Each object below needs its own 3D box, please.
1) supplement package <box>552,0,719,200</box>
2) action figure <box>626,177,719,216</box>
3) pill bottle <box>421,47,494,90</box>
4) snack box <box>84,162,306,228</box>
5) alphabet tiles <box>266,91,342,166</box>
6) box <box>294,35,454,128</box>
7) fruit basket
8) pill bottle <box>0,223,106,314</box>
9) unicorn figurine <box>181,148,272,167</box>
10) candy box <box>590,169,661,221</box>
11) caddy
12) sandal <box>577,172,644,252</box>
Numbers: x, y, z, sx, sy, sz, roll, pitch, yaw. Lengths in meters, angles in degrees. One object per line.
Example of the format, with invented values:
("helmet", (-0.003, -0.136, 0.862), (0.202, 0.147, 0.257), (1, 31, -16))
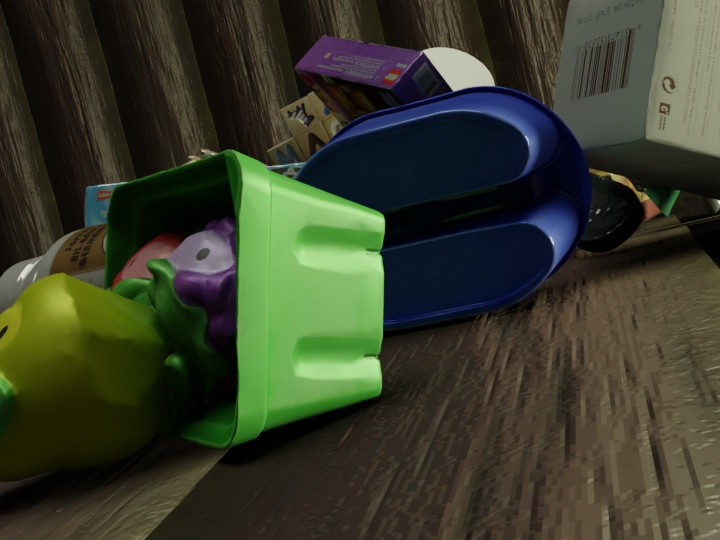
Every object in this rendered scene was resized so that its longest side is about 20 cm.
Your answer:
("supplement package", (0.246, -0.116, 0.780), (0.199, 0.118, 0.117), (11, -5, -23))
("action figure", (0.220, -0.103, 0.873), (0.199, 0.055, 0.118), (20, -58, -35))
("pill bottle", (0.065, -0.115, 1.135), (0.113, 0.113, 0.200), (-17, -31, -25))
("snack box", (-0.105, -0.047, 0.922), (0.199, 0.037, 0.116), (-5, -12, 11))
("alphabet tiles", (0.002, -0.110, 1.233), (0.166, 0.200, 0.006), (-27, 27, 3))
("box", (0.051, -0.090, 0.881), (0.039, 0.200, 0.137), (-50, 34, -10))
("fruit basket", (-0.111, 0.025, 0.581), (0.214, 0.156, 0.216), (1, -3, 0))
("pill bottle", (-0.175, 0.020, 0.856), (0.199, 0.115, 0.114), (-11, 7, 33))
("unicorn figurine", (-0.086, -0.090, 1.160), (0.137, 0.074, 0.200), (8, 20, 22))
("candy box", (0.164, -0.055, 1.037), (0.199, 0.056, 0.115), (-11, 8, 38))
("caddy", (0.051, -0.042, 0.763), (0.199, 0.142, 0.105), (-12, 9, 20))
("sandal", (0.147, -0.072, 0.933), (0.075, 0.048, 0.200), (-48, 33, -11))
